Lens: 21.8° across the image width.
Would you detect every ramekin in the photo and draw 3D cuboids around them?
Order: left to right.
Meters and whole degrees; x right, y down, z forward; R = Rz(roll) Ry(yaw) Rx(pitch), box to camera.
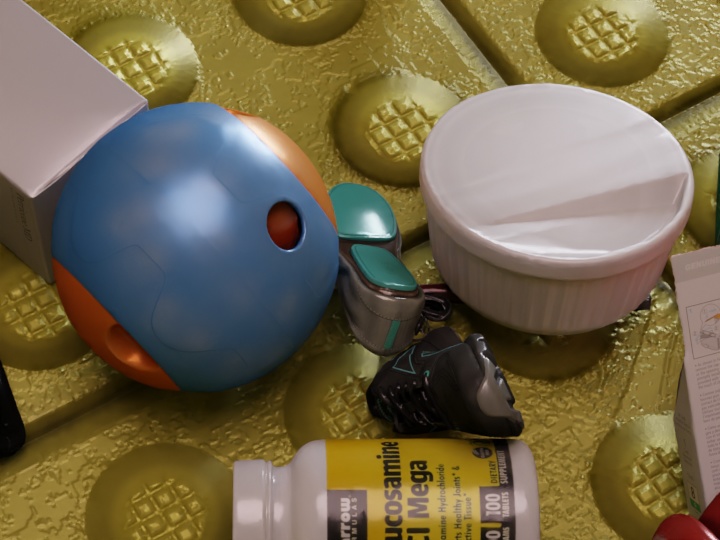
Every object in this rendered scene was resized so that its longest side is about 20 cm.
[{"bbox_3d":[0.139,-0.040,1.370,0.201,0.095,0.203,1,42,-1],"label":"ramekin"}]

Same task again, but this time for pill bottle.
[{"bbox_3d":[0.015,0.168,1.245,0.199,0.113,0.113,-1,58,-3],"label":"pill bottle"}]

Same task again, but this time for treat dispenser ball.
[{"bbox_3d":[-0.114,-0.016,1.300,0.200,0.201,0.202,1,58,-2],"label":"treat dispenser ball"}]

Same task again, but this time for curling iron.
[{"bbox_3d":[0.116,0.027,1.388,0.199,0.026,0.050,-1,51,-2],"label":"curling iron"}]

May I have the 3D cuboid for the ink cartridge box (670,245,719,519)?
[{"bbox_3d":[0.292,0.066,1.293,0.160,0.050,0.201,-14,101,-11],"label":"ink cartridge box"}]

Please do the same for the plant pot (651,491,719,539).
[{"bbox_3d":[0.292,0.206,1.191,0.182,0.201,0.201,-22,62,-8],"label":"plant pot"}]

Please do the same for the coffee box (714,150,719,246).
[{"bbox_3d":[0.327,-0.030,1.398,0.122,0.044,0.201,8,43,3],"label":"coffee box"}]

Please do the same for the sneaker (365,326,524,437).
[{"bbox_3d":[0.055,0.088,1.269,0.079,0.200,0.076,-25,94,-8],"label":"sneaker"}]

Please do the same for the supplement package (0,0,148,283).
[{"bbox_3d":[-0.264,-0.113,1.400,0.200,0.121,0.120,38,64,20],"label":"supplement package"}]

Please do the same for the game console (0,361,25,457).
[{"bbox_3d":[-0.361,0.078,1.338,0.175,0.116,0.201,-1,53,-40],"label":"game console"}]

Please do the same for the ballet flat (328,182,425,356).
[{"bbox_3d":[0.000,0.000,1.367,0.067,0.064,0.200,7,24,-14],"label":"ballet flat"}]
